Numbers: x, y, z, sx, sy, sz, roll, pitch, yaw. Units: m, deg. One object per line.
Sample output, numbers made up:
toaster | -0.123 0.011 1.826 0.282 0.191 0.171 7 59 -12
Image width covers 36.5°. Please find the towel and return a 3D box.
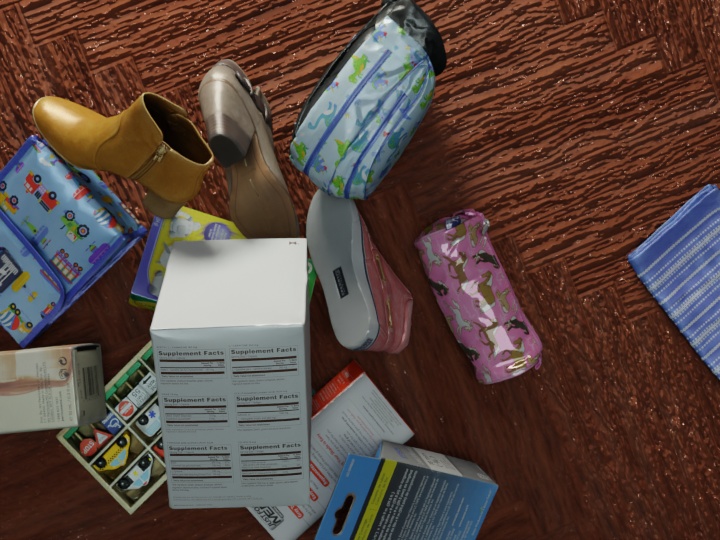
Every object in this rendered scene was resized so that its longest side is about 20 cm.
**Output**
towel | 0.431 0.015 1.314 0.144 0.024 0.201 -40 95 -2

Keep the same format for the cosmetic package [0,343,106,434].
cosmetic package | -0.387 0.131 1.184 0.197 0.103 0.089 -6 88 3

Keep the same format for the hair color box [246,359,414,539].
hair color box | -0.047 0.209 1.248 0.199 0.061 0.102 -40 105 -4

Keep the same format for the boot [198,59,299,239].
boot | -0.116 -0.130 1.201 0.069 0.147 0.201 -15 128 12

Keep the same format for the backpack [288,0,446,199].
backpack | 0.006 -0.177 1.195 0.199 0.163 0.154 -38 91 -5

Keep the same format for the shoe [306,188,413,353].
shoe | 0.000 0.000 1.254 0.071 0.090 0.203 -27 65 31

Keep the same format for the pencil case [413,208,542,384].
pencil case | 0.137 0.031 1.259 0.082 0.086 0.202 -28 95 -34

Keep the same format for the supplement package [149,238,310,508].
supplement package | -0.122 0.099 1.103 0.144 0.192 0.203 -1 116 -1

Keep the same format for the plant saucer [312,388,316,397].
plant saucer | -0.139 0.097 1.265 0.070 0.019 0.200 -42 96 -2

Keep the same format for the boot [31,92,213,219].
boot | -0.245 -0.147 1.132 0.200 0.144 0.071 37 55 -4

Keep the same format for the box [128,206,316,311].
box | -0.148 0.008 1.225 0.197 0.048 0.119 17 70 -12

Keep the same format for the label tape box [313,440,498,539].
label tape box | 0.037 0.272 1.223 0.198 0.063 0.146 17 101 -25

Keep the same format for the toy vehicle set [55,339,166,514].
toy vehicle set | -0.233 0.161 1.243 0.200 0.027 0.124 -45 94 2

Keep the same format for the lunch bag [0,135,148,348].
lunch bag | -0.364 -0.027 1.213 0.200 0.094 0.151 -44 92 8
